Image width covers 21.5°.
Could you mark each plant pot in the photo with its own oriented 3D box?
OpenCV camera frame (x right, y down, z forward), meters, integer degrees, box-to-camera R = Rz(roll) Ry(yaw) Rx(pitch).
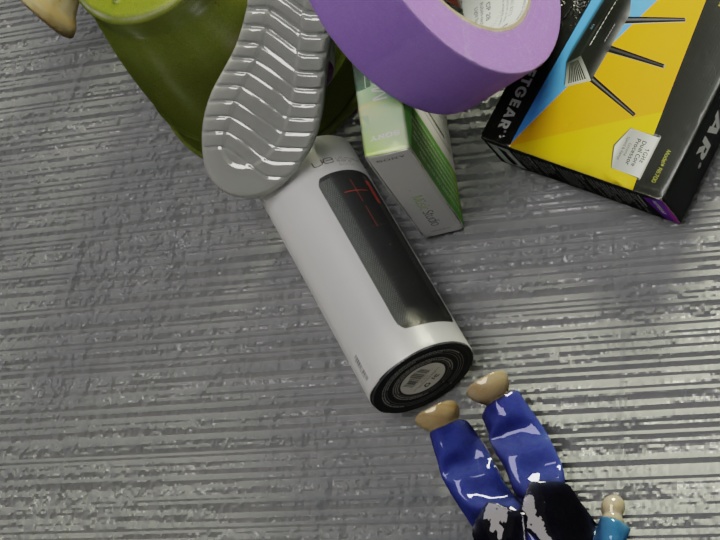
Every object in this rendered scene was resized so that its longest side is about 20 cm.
[{"bbox_3d":[-0.112,-0.204,1.412,0.200,0.193,0.201,-9,67,23],"label":"plant pot"}]

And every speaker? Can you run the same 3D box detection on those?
[{"bbox_3d":[0.000,0.000,1.345,0.081,0.081,0.200,-36,59,11],"label":"speaker"}]

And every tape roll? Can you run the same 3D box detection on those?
[{"bbox_3d":[0.046,-0.209,1.279,0.066,0.200,0.200,-30,58,39],"label":"tape roll"}]

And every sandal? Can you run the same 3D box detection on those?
[{"bbox_3d":[-0.053,-0.145,1.337,0.082,0.050,0.203,22,109,11],"label":"sandal"}]

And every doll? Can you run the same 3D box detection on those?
[{"bbox_3d":[0.106,0.172,1.243,0.136,0.048,0.200,-29,67,4],"label":"doll"}]

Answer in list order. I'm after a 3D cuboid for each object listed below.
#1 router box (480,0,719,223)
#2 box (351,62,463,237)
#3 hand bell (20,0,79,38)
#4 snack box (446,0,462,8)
[{"bbox_3d":[0.195,-0.149,1.317,0.149,0.051,0.200,22,80,31],"label":"router box"},{"bbox_3d":[0.026,-0.141,1.345,0.036,0.144,0.200,-15,64,13],"label":"box"},{"bbox_3d":[-0.187,-0.283,1.447,0.200,0.104,0.104,-43,58,8],"label":"hand bell"},{"bbox_3d":[0.026,-0.271,1.460,0.200,0.024,0.072,34,77,32],"label":"snack box"}]
